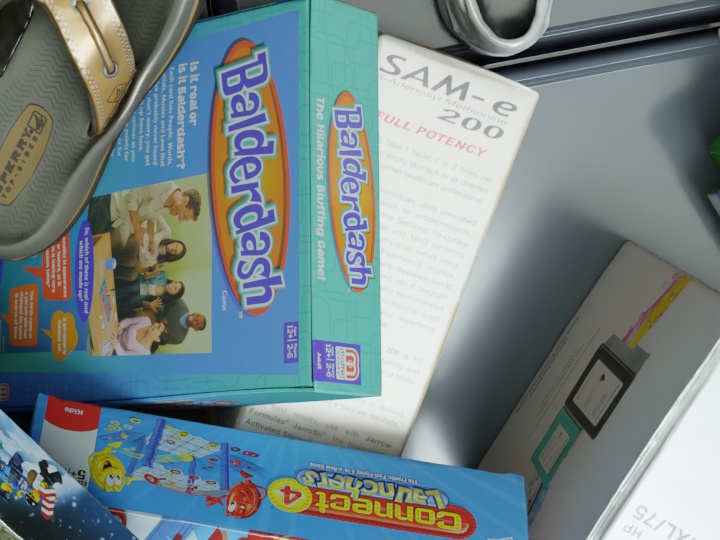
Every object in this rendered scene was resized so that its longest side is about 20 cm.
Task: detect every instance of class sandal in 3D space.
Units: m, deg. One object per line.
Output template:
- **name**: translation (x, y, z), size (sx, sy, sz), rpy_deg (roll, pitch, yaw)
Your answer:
- **sandal**: translation (-0.119, -0.091, 0.808), size (0.082, 0.055, 0.200), rpy_deg (38, 112, 18)

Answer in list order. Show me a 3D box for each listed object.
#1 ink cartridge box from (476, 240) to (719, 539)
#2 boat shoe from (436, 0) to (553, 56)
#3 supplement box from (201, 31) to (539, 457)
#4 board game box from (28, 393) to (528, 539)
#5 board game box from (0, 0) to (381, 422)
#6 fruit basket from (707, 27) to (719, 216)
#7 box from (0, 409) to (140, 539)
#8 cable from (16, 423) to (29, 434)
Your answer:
- **ink cartridge box**: translation (0.154, 0.096, 0.889), size (0.147, 0.200, 0.146), rpy_deg (32, 94, -10)
- **boat shoe**: translation (0.055, -0.192, 0.904), size (0.072, 0.066, 0.200), rpy_deg (-1, 99, -5)
- **supplement box**: translation (0.000, 0.000, 0.898), size (0.073, 0.126, 0.200), rpy_deg (20, 97, -8)
- **board game box**: translation (-0.050, 0.155, 0.854), size (0.196, 0.056, 0.200), rpy_deg (10, 128, -6)
- **board game box**: translation (-0.082, -0.019, 0.849), size (0.200, 0.045, 0.152), rpy_deg (-6, 80, 38)
- **fruit basket**: translation (0.223, -0.021, 0.879), size (0.094, 0.200, 0.185), rpy_deg (-33, 101, -2)
- **box**: translation (-0.187, 0.072, 0.742), size (0.137, 0.038, 0.200), rpy_deg (-28, 115, 37)
- **cable**: translation (-0.147, 0.142, 0.917), size (0.200, 0.051, 0.163), rpy_deg (22, 120, -33)
